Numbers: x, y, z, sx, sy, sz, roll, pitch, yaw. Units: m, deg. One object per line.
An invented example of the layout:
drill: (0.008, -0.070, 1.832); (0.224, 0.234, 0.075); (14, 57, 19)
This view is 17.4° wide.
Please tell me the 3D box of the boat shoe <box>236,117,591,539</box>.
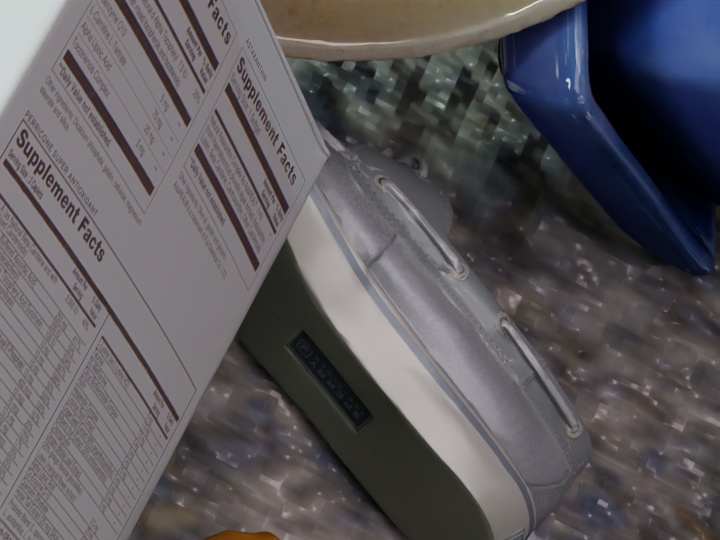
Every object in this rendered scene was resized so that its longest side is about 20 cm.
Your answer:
boat shoe: (0.001, 0.000, 0.763); (0.071, 0.070, 0.201); (-36, 89, -34)

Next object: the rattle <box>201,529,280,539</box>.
rattle: (0.062, 0.125, 0.748); (0.199, 0.143, 0.131); (-22, 117, -29)

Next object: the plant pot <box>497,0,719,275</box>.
plant pot: (0.148, -0.109, 0.753); (0.178, 0.200, 0.202); (-6, 71, 21)

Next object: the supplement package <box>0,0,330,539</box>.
supplement package: (-0.130, -0.007, 0.602); (0.151, 0.151, 0.201); (17, 66, 25)

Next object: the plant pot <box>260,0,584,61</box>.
plant pot: (-0.002, -0.195, 0.663); (0.199, 0.201, 0.185); (7, 49, -14)
